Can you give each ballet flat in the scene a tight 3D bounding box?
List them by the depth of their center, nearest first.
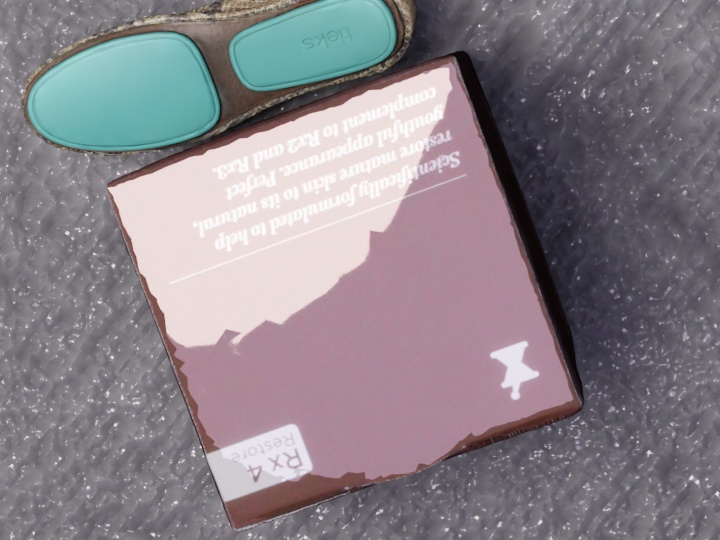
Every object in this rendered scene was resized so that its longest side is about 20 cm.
[{"bbox_3d":[-0.067,-0.106,1.012,0.200,0.075,0.068,-15,110,10],"label":"ballet flat"}]

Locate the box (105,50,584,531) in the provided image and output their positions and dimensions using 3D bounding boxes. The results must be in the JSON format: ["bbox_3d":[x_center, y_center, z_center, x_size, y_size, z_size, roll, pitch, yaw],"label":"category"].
[{"bbox_3d":[0.000,0.000,0.956,0.166,0.200,0.164,-19,95,6],"label":"box"}]
